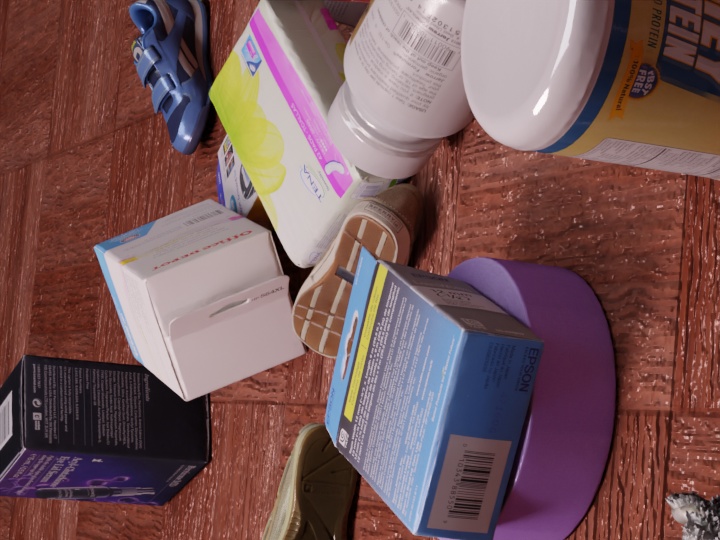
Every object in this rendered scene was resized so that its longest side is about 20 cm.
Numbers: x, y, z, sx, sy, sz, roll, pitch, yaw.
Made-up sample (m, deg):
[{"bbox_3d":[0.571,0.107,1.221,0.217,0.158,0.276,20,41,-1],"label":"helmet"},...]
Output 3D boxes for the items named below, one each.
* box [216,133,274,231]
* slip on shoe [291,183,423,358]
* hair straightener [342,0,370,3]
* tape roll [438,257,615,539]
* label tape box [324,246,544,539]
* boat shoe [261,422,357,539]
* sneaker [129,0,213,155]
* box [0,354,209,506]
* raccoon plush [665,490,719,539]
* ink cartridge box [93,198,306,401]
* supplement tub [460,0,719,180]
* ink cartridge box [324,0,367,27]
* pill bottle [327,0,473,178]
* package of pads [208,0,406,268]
[{"bbox_3d":[-0.090,-0.116,1.950,0.200,0.041,0.119,120,148,-47],"label":"box"},{"bbox_3d":[0.000,0.000,1.684,0.061,0.076,0.200,-50,-11,-39],"label":"slip on shoe"},{"bbox_3d":[-0.050,-0.265,1.691,0.041,0.199,0.077,-146,58,-87],"label":"hair straightener"},{"bbox_3d":[0.100,0.093,1.409,0.200,0.065,0.201,-173,90,-68],"label":"tape roll"},{"bbox_3d":[0.044,0.080,1.384,0.200,0.066,0.144,-138,58,-66],"label":"label tape box"},{"bbox_3d":[-0.050,0.229,1.718,0.063,0.073,0.201,-179,99,-74],"label":"boat shoe"},{"bbox_3d":[-0.209,-0.214,2.199,0.074,0.082,0.200,-51,41,49],"label":"sneaker"},{"bbox_3d":[-0.272,0.168,2.085,0.148,0.200,0.105,133,138,-56],"label":"box"},{"bbox_3d":[0.250,0.131,1.072,0.200,0.097,0.134,-40,25,18],"label":"raccoon plush"},{"bbox_3d":[-0.146,0.028,1.873,0.200,0.128,0.126,30,139,65],"label":"ink cartridge box"},{"bbox_3d":[0.172,-0.128,1.131,0.145,0.200,0.145,-174,90,-67],"label":"supplement tub"},{"bbox_3d":[-0.039,-0.312,1.705,0.045,0.176,0.200,-93,24,-47],"label":"ink cartridge box"},{"bbox_3d":[0.051,-0.166,1.536,0.200,0.114,0.115,122,147,-45],"label":"pill bottle"},{"bbox_3d":[-0.048,-0.121,1.738,0.200,0.068,0.155,63,145,19],"label":"package of pads"}]
